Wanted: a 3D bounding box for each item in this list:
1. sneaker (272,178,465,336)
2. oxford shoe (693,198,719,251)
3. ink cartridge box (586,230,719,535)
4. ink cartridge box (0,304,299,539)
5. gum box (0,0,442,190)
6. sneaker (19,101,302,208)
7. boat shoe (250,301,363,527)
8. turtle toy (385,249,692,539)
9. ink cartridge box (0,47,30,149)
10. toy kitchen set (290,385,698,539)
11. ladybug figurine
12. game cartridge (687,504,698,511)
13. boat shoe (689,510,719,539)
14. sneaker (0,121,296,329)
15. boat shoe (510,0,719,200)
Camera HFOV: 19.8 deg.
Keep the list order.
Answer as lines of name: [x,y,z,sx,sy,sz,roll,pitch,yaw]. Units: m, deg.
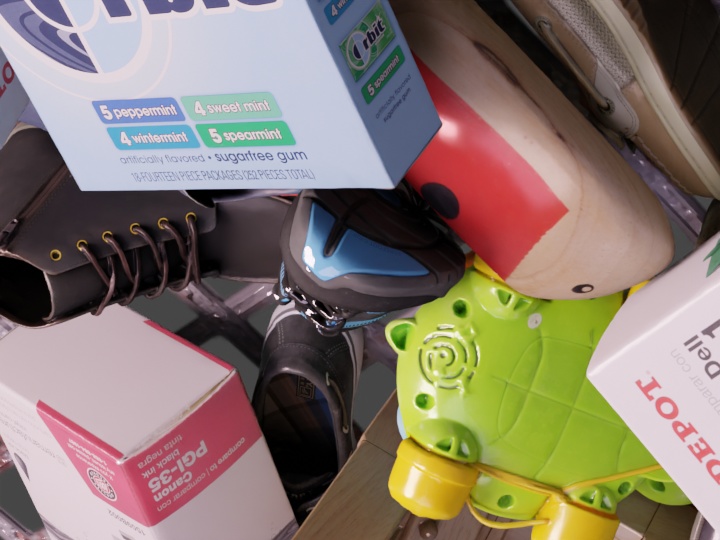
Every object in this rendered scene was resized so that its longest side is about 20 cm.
sneaker: [0.000,0.000,0.894,0.073,0.200,0.082,44,102,6]
oxford shoe: [0.236,0.015,0.882,0.199,0.075,0.071,27,167,29]
ink cartridge box: [0.211,0.029,0.811,0.200,0.084,0.146,-39,94,31]
ink cartridge box: [-0.107,0.124,1.095,0.146,0.083,0.201,24,143,43]
gum box: [-0.080,-0.122,0.774,0.169,0.045,0.201,1,130,39]
sneaker: [-0.093,-0.072,0.958,0.198,0.085,0.075,6,131,15]
boat shoe: [-0.032,0.101,1.104,0.068,0.057,0.201,10,132,11]
turtle toy: [0.100,0.061,0.985,0.199,0.101,0.147,22,94,-14]
ink cartridge box: [-0.225,-0.162,0.885,0.144,0.146,0.201,-3,129,21]
toy kitchen set: [0.060,0.191,1.044,0.199,0.181,0.164,29,132,9]
ladybug figurine: [0.048,-0.062,0.875,0.072,0.136,0.200,-43,83,6]
game cartridge: [0.263,0.147,1.062,0.200,0.033,0.176,42,130,-14]
boat shoe: [0.213,0.104,0.956,0.072,0.063,0.201,25,106,-11]
sneaker: [-0.096,-0.007,0.999,0.198,0.107,0.075,10,132,11]
boat shoe: [0.097,-0.109,0.870,0.063,0.073,0.201,-24,116,38]
